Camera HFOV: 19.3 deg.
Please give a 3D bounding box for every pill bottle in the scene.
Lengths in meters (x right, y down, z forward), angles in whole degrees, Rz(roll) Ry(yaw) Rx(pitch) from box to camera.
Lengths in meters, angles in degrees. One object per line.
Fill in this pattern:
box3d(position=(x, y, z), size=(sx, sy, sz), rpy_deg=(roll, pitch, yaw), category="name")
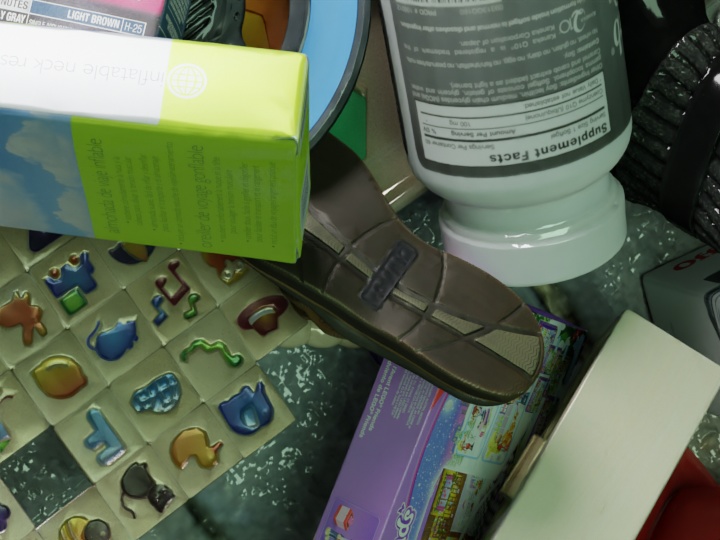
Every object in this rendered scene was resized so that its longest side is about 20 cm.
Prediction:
box3d(position=(0.071, -0.102, 1.028), size=(0.115, 0.116, 0.202), rpy_deg=(-20, 118, -18), category="pill bottle")

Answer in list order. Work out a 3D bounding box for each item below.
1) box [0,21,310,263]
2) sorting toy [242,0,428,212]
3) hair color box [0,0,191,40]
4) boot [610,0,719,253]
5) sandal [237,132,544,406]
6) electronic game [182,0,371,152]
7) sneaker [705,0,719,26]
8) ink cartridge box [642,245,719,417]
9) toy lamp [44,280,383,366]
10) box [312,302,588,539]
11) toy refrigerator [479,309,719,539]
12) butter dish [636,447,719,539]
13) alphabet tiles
box3d(position=(-0.122, -0.057, 0.920), size=(0.198, 0.122, 0.048), rpy_deg=(7, 66, 1), category="box")
box3d(position=(-0.009, -0.126, 1.070), size=(0.185, 0.036, 0.201), rpy_deg=(-35, 111, -13), category="sorting toy")
box3d(position=(-0.115, -0.186, 0.956), size=(0.099, 0.061, 0.202), rpy_deg=(11, 79, 5), category="hair color box")
box3d(position=(0.174, -0.114, 1.059), size=(0.079, 0.157, 0.213), rpy_deg=(-21, 124, -34), category="boot")
box3d(position=(0.000, 0.000, 1.022), size=(0.199, 0.055, 0.082), rpy_deg=(35, 60, 7), category="sandal")
box3d(position=(-0.093, -0.126, 0.996), size=(0.198, 0.042, 0.202), rpy_deg=(0, 87, 1), category="electronic game")
box3d(position=(0.220, -0.143, 1.144), size=(0.091, 0.076, 0.202), rpy_deg=(17, 92, -20), category="sneaker")
box3d(position=(0.262, 0.025, 1.122), size=(0.146, 0.200, 0.084), rpy_deg=(-23, 105, -17), category="ink cartridge box")
box3d(position=(-0.065, 0.029, 1.065), size=(0.198, 0.058, 0.059), rpy_deg=(0, 100, -21), category="toy lamp")
box3d(position=(0.040, 0.107, 1.097), size=(0.137, 0.039, 0.202), rpy_deg=(20, 92, -58), category="box")
box3d(position=(0.104, 0.124, 1.084), size=(0.070, 0.076, 0.201), rpy_deg=(31, 74, 2), category="toy refrigerator")
box3d(position=(0.230, 0.211, 1.142), size=(0.201, 0.147, 0.200), rpy_deg=(54, 43, -21), category="butter dish")
box3d(position=(-0.130, 0.041, 1.005), size=(0.199, 0.008, 0.168), rpy_deg=(-36, 90, -19), category="alphabet tiles")
